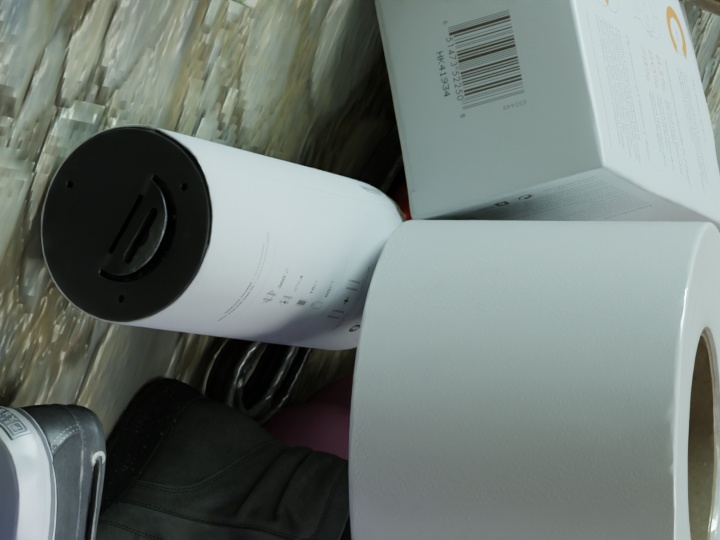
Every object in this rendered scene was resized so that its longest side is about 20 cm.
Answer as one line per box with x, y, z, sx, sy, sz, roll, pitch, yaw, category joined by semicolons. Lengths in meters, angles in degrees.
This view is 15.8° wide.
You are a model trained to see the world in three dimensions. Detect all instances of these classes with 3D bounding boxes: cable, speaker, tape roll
0.000;0.000;1.244;0.200;0.050;0.097;-44;145;-43;cable
-0.051;-0.010;1.099;0.200;0.081;0.081;10;103;-64;speaker
0.085;0.078;1.136;0.203;0.139;0.204;0;90;-75;tape roll

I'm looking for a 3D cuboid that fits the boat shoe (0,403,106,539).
-0.140;0.145;1.072;0.066;0.070;0.201;-12;116;-44;boat shoe

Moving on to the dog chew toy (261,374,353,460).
0.014;0.104;1.294;0.200;0.124;0.125;3;109;-55;dog chew toy

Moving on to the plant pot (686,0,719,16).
0.245;-0.227;1.389;0.201;0.200;0.198;-70;163;9;plant pot

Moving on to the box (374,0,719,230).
0.095;-0.081;1.249;0.200;0.097;0.125;17;61;-65;box

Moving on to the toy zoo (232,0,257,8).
-0.066;-0.185;0.988;0.200;0.020;0.132;18;96;-65;toy zoo

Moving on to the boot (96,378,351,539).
-0.077;0.150;1.128;0.200;0.130;0.068;-60;154;-13;boot
